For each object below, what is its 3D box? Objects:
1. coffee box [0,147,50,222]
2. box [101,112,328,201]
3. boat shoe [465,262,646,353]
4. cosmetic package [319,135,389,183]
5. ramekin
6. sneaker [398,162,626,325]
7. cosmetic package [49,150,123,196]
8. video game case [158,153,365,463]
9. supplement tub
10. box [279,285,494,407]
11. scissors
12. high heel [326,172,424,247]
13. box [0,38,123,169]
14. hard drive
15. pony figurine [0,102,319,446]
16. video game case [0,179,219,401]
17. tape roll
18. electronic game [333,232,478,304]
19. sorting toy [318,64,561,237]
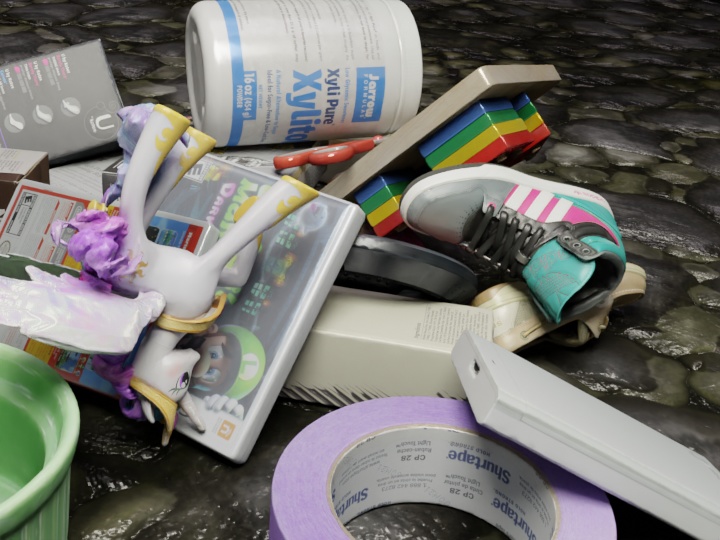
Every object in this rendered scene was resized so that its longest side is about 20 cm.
[{"bbox_3d":[-0.386,-0.052,0.826,0.199,0.114,0.080,5,26,0],"label":"coffee box"},{"bbox_3d":[-0.128,-0.094,0.868,0.157,0.049,0.200,7,26,10],"label":"box"},{"bbox_3d":[0.185,0.039,0.823,0.199,0.072,0.065,-8,66,-33],"label":"boat shoe"},{"bbox_3d":[0.053,-0.131,1.119,0.199,0.071,0.105,19,29,24],"label":"cosmetic package"},{"bbox_3d":[-0.256,0.127,0.507,0.199,0.098,0.200,5,26,-2],"label":"ramekin"},{"bbox_3d":[0.134,-0.015,0.746,0.199,0.084,0.121,6,41,-18],"label":"sneaker"},{"bbox_3d":[-0.234,-0.075,0.949,0.101,0.074,0.200,23,32,30],"label":"cosmetic package"},{"bbox_3d":[-0.115,0.016,0.689,0.181,0.201,0.023,21,-12,28],"label":"video game case"},{"bbox_3d":[-0.056,-0.186,0.858,0.199,0.133,0.132,-6,28,-17],"label":"supplement tub"},{"bbox_3d":[0.002,0.062,0.724,0.199,0.069,0.082,9,26,7],"label":"box"},{"bbox_3d":[0.002,-0.118,0.849,0.073,0.014,0.200,-2,15,38],"label":"scissors"},{"bbox_3d":[0.014,-0.047,0.978,0.096,0.068,0.200,28,5,-22],"label":"high heel"},{"bbox_3d":[-0.346,-0.149,0.944,0.199,0.107,0.122,-20,4,-14],"label":"box"},{"bbox_3d":[0.156,0.110,0.589,0.199,0.026,0.132,28,11,-8],"label":"hard drive"},{"bbox_3d":[-0.146,0.000,0.589,0.192,0.201,0.166,27,0,-30],"label":"pony figurine"},{"bbox_3d":[-0.216,0.012,0.710,0.199,0.144,0.017,13,-15,26],"label":"video game case"},{"bbox_3d":[0.045,0.157,0.546,0.199,0.066,0.200,5,25,-2],"label":"tape roll"},{"bbox_3d":[0.000,0.000,0.777,0.199,0.042,0.200,9,-12,2],"label":"electronic game"},{"bbox_3d":[0.089,-0.104,0.858,0.070,0.200,0.199,58,30,5],"label":"sorting toy"}]
